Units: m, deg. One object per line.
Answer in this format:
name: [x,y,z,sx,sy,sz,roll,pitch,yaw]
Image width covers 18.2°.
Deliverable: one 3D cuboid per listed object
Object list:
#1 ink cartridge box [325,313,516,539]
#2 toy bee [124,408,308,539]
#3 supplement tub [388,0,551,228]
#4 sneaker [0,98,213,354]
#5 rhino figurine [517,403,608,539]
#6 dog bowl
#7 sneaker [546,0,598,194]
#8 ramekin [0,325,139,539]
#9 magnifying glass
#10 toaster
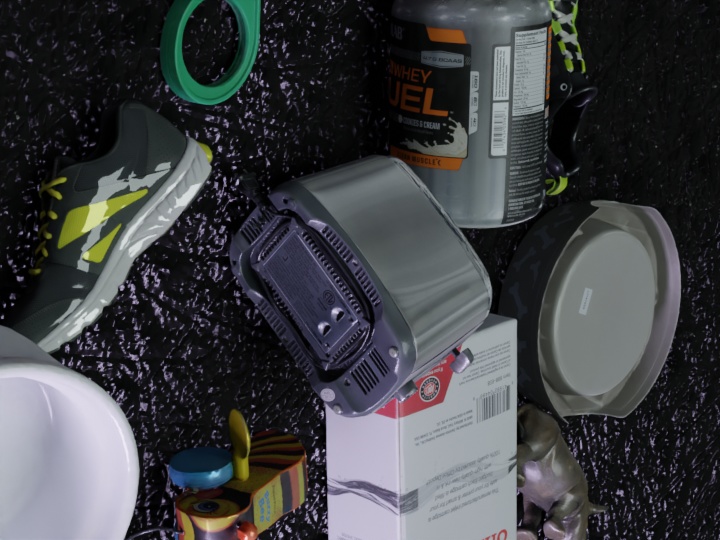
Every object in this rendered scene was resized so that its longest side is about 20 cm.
ink cartridge box: [0.049,0.141,1.764,0.144,0.084,0.201,-17,112,-45]
toy bee: [-0.094,0.179,1.598,0.200,0.108,0.131,-44,132,-31]
supplement tub: [0.082,-0.140,1.694,0.122,0.122,0.201,-14,110,-45]
sneaker: [-0.186,-0.027,1.479,0.085,0.074,0.200,44,71,-18]
rhino figurine: [0.163,0.189,1.921,0.200,0.060,0.088,55,45,-44]
dog bowl: [0.192,0.032,1.913,0.200,0.059,0.201,-15,111,-45]
sneaker: [0.162,-0.162,1.806,0.072,0.083,0.201,-4,104,-48]
ramekin: [-0.246,0.128,1.388,0.200,0.098,0.201,-16,122,-27]
magnifying glass: [-0.086,-0.212,1.566,0.080,0.022,0.201,26,83,-48]
toaster: [0.000,0.000,1.622,0.129,0.200,0.114,-24,162,-46]
